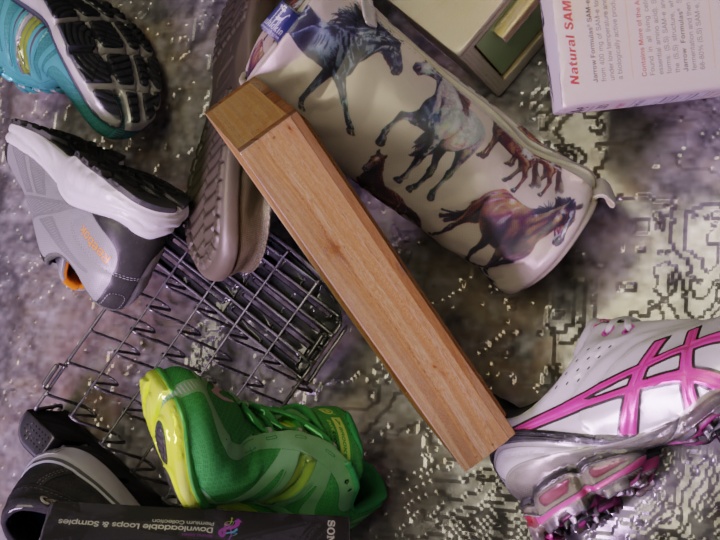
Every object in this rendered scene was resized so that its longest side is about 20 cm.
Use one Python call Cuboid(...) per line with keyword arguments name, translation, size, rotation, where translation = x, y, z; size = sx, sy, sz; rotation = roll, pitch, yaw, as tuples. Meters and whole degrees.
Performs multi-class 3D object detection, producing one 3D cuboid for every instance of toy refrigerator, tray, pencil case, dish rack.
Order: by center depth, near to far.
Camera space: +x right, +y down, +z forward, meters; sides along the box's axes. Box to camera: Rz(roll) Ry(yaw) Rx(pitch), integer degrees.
Cuboid(name="tray", translation=(0.000, 0.000, 0.694), size=(0.037, 0.200, 0.099), rotation=(-37, 23, -3))
Cuboid(name="pencil case", translation=(0.034, -0.073, 0.730), size=(0.200, 0.078, 0.089), rotation=(37, 128, -3))
Cuboid(name="toy refrigerator", translation=(0.110, -0.199, 0.765), size=(0.070, 0.076, 0.200), rotation=(43, 97, 25))
Cuboid(name="dish rack", translation=(-0.101, 0.065, 0.814), size=(0.153, 0.055, 0.200), rotation=(36, 92, 24))

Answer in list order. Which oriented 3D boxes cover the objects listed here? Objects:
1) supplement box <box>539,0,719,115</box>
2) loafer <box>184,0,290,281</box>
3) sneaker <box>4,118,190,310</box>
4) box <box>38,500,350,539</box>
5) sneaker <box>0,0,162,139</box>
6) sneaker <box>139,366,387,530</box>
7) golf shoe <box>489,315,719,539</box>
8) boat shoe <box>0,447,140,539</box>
Cuboid(name="supplement box", translation=(0.187, -0.150, 0.680), size=(0.199, 0.074, 0.126), rotation=(-6, 93, 5))
Cuboid(name="loafer", translation=(-0.052, -0.084, 0.792), size=(0.076, 0.067, 0.201), rotation=(142, 140, -59))
Cuboid(name="sneaker", translation=(-0.170, -0.037, 0.821), size=(0.200, 0.074, 0.080), rotation=(34, 105, 56))
Cuboid(name="box", translation=(-0.080, 0.198, 0.689), size=(0.142, 0.200, 0.036), rotation=(4, 37, -2))
Cuboid(name="sneaker", translation=(-0.198, -0.146, 0.901), size=(0.200, 0.077, 0.080), rotation=(48, 118, 29))
Cuboid(name="sneaker", translation=(-0.046, 0.089, 0.707), size=(0.083, 0.200, 0.074), rotation=(-31, 58, 7))
Cuboid(name="golf shoe", translation=(0.150, 0.051, 0.696), size=(0.200, 0.073, 0.092), rotation=(-34, 66, 14))
Cuboid(name="boat shoe", translation=(-0.113, 0.181, 0.742), size=(0.070, 0.066, 0.200), rotation=(-37, 98, 24))
